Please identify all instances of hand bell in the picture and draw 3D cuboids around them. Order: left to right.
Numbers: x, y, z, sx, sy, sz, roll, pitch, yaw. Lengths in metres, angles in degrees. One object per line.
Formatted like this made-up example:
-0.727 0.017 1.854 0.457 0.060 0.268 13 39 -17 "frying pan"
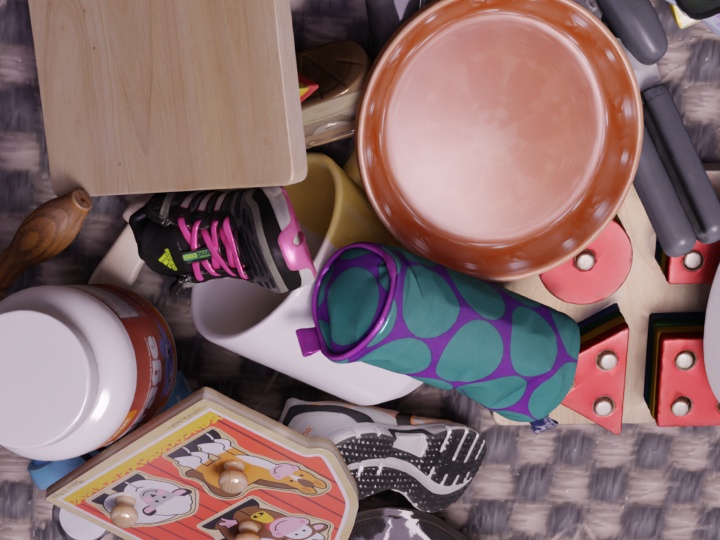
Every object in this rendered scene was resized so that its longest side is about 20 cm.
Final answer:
-0.246 0.001 1.269 0.104 0.104 0.200 41 126 -17 "hand bell"

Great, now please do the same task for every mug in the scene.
-0.003 0.009 1.303 0.186 0.150 0.153 -39 124 23 "mug"

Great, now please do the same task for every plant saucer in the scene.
0.093 -0.093 1.250 0.198 0.032 0.202 -3 103 -11 "plant saucer"

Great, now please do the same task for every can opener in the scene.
0.199 -0.111 1.280 0.053 0.067 0.201 -21 81 -13 "can opener"

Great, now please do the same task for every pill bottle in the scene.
-0.193 0.066 1.215 0.111 0.200 0.113 0 91 7 "pill bottle"

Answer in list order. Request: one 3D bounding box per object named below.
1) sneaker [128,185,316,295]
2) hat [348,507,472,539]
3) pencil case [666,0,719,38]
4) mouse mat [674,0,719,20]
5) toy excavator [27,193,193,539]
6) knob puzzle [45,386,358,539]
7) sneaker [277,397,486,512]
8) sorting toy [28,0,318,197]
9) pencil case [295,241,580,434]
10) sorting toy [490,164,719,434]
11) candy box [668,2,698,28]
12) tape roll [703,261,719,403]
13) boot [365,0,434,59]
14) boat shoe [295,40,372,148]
-0.096 -0.018 1.209 0.087 0.200 0.074 -24 111 -19 "sneaker"
0.030 0.266 1.444 0.198 0.081 0.203 0 103 -1 "hat"
0.259 -0.189 1.248 0.199 0.083 0.091 32 67 -17 "pencil case"
0.254 -0.261 1.210 0.199 0.008 0.162 -22 89 -28 "mouse mat"
-0.176 0.070 1.350 0.193 0.100 0.201 -27 101 6 "toy excavator"
-0.088 0.166 1.275 0.217 0.031 0.221 0 142 0 "knob puzzle"
0.018 0.127 1.368 0.199 0.080 0.074 17 104 -49 "sneaker"
-0.116 -0.155 1.199 0.197 0.069 0.202 -1 98 33 "sorting toy"
0.058 0.045 1.237 0.199 0.086 0.092 22 131 -41 "pencil case"
0.200 0.029 1.359 0.197 0.070 0.202 -1 112 -4 "sorting toy"
0.235 -0.277 1.273 0.101 0.026 0.201 -22 112 3 "candy box"
0.323 0.020 1.330 0.202 0.037 0.205 -19 120 -37 "tape roll"
-0.042 -0.222 1.252 0.198 0.073 0.184 5 103 -11 "boot"
-0.075 -0.101 1.285 0.198 0.072 0.065 -10 144 24 "boat shoe"
